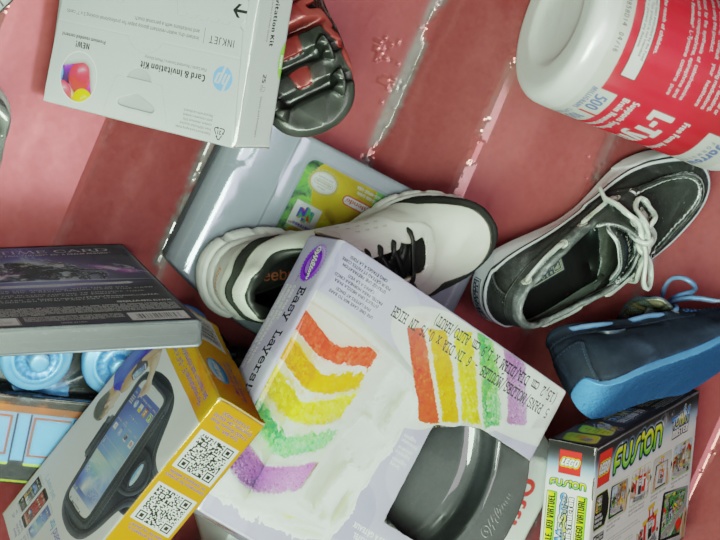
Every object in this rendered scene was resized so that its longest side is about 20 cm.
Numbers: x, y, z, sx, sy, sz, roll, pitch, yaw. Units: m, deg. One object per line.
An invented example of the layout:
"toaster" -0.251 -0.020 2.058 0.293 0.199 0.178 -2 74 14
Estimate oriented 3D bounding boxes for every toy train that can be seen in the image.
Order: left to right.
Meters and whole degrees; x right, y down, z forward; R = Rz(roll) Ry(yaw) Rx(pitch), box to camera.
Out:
"toy train" -0.166 0.078 1.338 0.198 0.087 0.115 7 108 -23

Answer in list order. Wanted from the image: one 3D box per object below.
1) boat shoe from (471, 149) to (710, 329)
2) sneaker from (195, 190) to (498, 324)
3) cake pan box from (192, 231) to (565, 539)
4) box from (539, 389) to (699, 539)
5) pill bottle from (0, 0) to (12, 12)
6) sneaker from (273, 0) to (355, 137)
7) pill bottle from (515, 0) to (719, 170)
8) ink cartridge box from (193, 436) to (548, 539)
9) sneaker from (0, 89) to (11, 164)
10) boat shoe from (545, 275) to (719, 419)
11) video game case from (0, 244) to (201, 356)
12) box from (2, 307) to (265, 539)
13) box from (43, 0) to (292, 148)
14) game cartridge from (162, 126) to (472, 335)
"boat shoe" 0.169 -0.020 1.429 0.198 0.068 0.074 -25 112 -24
"sneaker" 0.000 0.000 1.343 0.198 0.080 0.074 -14 105 -17
"cake pan box" 0.010 0.106 1.288 0.199 0.052 0.185 35 80 -25
"box" 0.176 0.148 1.429 0.200 0.034 0.111 -15 111 -61
"pill bottle" -0.249 -0.191 1.229 0.200 0.116 0.116 -45 112 -6
"sneaker" -0.060 -0.173 1.326 0.070 0.098 0.202 -22 85 -1
"pill bottle" 0.212 -0.133 1.405 0.199 0.112 0.113 19 95 -22
"ink cartridge box" 0.011 0.143 1.394 0.198 0.084 0.145 17 112 -23
"sneaker" -0.281 -0.036 1.251 0.075 0.115 0.200 43 86 -22
"boat shoe" 0.204 0.042 1.441 0.199 0.069 0.084 -6 143 -51
"video game case" -0.186 0.015 1.250 0.142 0.200 0.019 -2 103 -19
"box" -0.144 0.127 1.253 0.041 0.119 0.200 35 101 -31
"box" -0.108 -0.185 1.263 0.041 0.155 0.202 -2 104 -56
"game cartridge" -0.023 -0.009 1.393 0.199 0.040 0.134 26 96 -22
